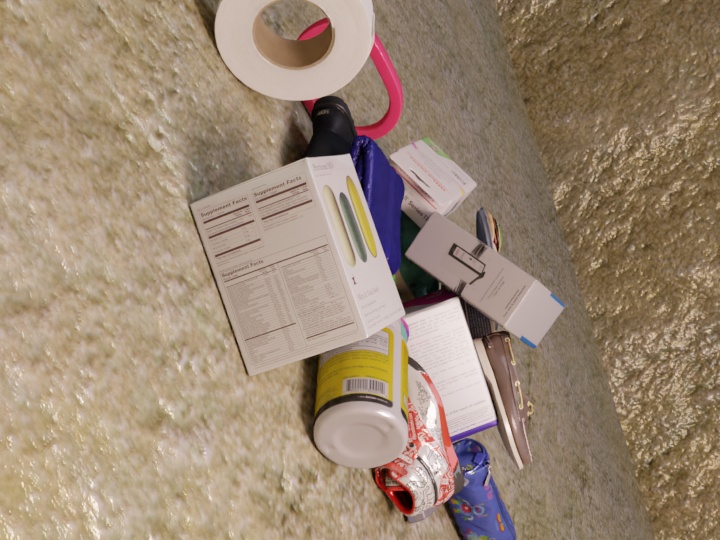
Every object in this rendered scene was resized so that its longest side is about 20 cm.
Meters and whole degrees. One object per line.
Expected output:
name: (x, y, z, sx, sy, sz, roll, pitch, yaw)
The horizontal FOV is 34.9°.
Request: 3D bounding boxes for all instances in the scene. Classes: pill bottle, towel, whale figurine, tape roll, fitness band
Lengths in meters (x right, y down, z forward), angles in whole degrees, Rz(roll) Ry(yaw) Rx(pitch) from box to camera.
pill bottle: (0.003, 0.131, 1.407, 0.115, 0.114, 0.201, 56, 24, -37)
towel: (0.015, -0.087, 1.576, 0.200, 0.049, 0.149, 45, 47, -70)
whale figurine: (0.095, -0.019, 1.820, 0.200, 0.103, 0.160, 44, 32, -57)
tape roll: (-0.083, -0.317, 1.457, 0.203, 0.201, 0.071, 56, 23, -37)
fitness band: (-0.019, -0.279, 1.686, 0.201, 0.143, 0.038, 60, 20, -29)

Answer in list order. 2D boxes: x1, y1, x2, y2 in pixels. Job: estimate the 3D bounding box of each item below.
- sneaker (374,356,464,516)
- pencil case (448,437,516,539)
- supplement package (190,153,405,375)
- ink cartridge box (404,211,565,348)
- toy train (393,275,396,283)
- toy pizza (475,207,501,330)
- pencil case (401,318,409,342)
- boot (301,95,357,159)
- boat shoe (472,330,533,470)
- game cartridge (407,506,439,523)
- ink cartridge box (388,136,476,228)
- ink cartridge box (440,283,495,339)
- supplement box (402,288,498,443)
sneaker: (0.059, 0.219, 1.502, 0.108, 0.067, 0.203, -22, 92, -39)
pencil case: (0.175, 0.341, 1.698, 0.078, 0.086, 0.201, -47, 128, -40)
supplement package: (-0.066, -0.010, 1.289, 0.201, 0.150, 0.152, 71, 19, -1)
ink cartridge box: (0.181, 0.013, 1.669, 0.200, 0.085, 0.146, 37, 3, 32)
toy train: (0.000, 0.000, 1.641, 0.057, 0.042, 0.200, 65, 17, 12)
toy pizza: (0.216, -0.004, 1.857, 0.200, 0.031, 0.202, -7, 90, -89)
pencil case: (-0.011, 0.037, 1.514, 0.200, 0.088, 0.089, 54, 25, -36)
boot: (-0.032, -0.122, 1.614, 0.169, 0.076, 0.201, -79, 154, -44)
boat shoe: (0.219, 0.188, 1.673, 0.072, 0.059, 0.201, 118, -46, -81)
game cartridge: (0.064, 0.241, 1.598, 0.129, 0.038, 0.201, -7, 78, -67)
ink cartridge box: (0.095, -0.132, 1.762, 0.117, 0.067, 0.200, 44, 24, 6)
ink cartridge box: (0.176, 0.100, 1.883, 0.201, 0.074, 0.166, 84, 1, -56)
supplement box: (0.117, 0.140, 1.679, 0.101, 0.103, 0.201, -138, -152, -80)
